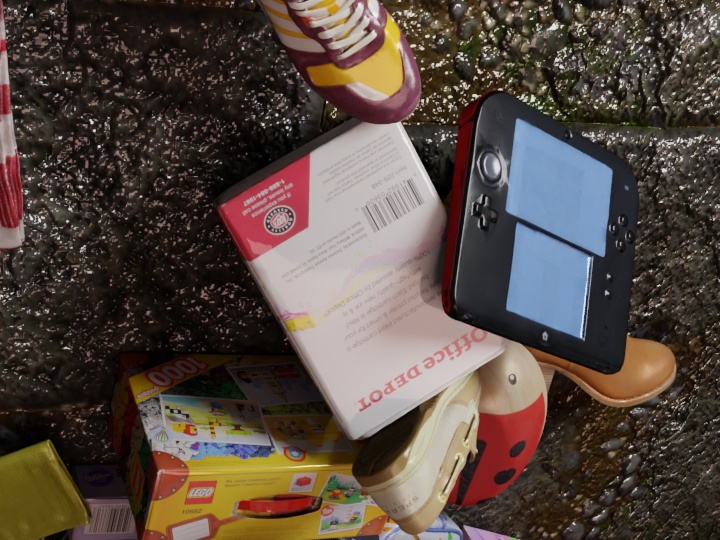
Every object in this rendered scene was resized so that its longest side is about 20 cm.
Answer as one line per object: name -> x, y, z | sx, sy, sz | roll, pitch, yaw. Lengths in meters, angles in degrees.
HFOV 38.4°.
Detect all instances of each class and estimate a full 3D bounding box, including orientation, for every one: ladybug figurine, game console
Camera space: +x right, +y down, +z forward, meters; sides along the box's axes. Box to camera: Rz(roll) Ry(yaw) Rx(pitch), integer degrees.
ladybug figurine -> 0.102, 0.147, 0.945 | 0.134, 0.072, 0.202 | 5, 127, 1
game console -> 0.144, -0.027, 0.789 | 0.199, 0.031, 0.179 | 20, 67, -36

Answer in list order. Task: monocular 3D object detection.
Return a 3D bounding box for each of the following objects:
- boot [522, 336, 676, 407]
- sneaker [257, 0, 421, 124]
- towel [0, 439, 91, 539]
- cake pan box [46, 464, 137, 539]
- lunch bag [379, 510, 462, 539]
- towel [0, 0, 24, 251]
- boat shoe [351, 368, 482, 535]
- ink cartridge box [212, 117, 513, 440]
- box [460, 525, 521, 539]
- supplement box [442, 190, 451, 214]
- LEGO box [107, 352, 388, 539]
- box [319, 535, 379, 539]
boot -> 0.229, 0.047, 0.960 | 0.198, 0.074, 0.156 | -2, 125, -21
sneaker -> -0.028, -0.172, 0.660 | 0.075, 0.090, 0.200 | -42, 107, 1
towel -> -0.318, 0.197, 0.805 | 0.198, 0.018, 0.087 | -19, 122, 1
cake pan box -> -0.177, 0.257, 0.918 | 0.198, 0.052, 0.186 | 3, 116, -27
lunch bag -> -0.002, 0.287, 0.987 | 0.201, 0.076, 0.160 | -53, 142, 11
towel -> -0.295, -0.093, 0.660 | 0.143, 0.023, 0.202 | -8, 123, -20
boat shoe -> 0.053, 0.128, 0.785 | 0.074, 0.200, 0.067 | -25, 100, 31
ink cartridge box -> 0.000, 0.000, 0.774 | 0.147, 0.086, 0.201 | -29, 103, -7
box -> 0.154, 0.393, 1.132 | 0.199, 0.097, 0.177 | 22, 109, -35
supplement box -> 0.083, -0.002, 0.870 | 0.068, 0.067, 0.201 | 22, 108, -34
LEGO box -> -0.088, 0.139, 0.823 | 0.198, 0.149, 0.078 | 3, 119, -27
box -> -0.060, 0.276, 0.804 | 0.147, 0.200, 0.105 | 25, 108, -13
